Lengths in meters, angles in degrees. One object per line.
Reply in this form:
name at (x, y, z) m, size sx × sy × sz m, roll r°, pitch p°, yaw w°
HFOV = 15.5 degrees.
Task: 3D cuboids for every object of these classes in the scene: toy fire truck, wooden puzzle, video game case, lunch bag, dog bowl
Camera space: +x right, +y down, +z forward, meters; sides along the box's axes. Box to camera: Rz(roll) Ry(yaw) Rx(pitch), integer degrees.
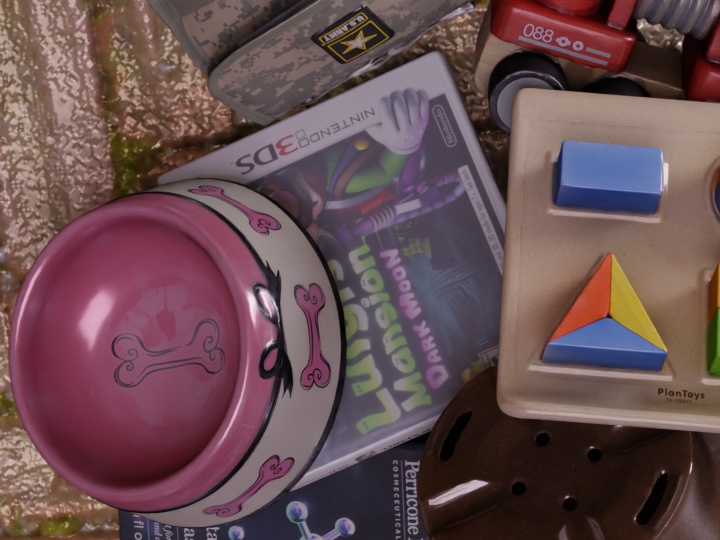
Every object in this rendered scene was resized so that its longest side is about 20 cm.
toy fire truck at (0.172, -0.170, 1.472) m, size 0.176 × 0.129 × 0.200 m, roll 16°, pitch 121°, yaw -5°
wooden puzzle at (0.168, -0.011, 1.382) m, size 0.185 × 0.200 × 0.046 m, roll 4°, pitch 153°, yaw 0°
video game case at (0.000, 0.000, 1.494) m, size 0.182 × 0.023 × 0.200 m, roll -24°, pitch 74°, yaw 8°
lunch bag at (-0.038, -0.185, 1.462) m, size 0.164 × 0.118 × 0.200 m, roll -31°, pitch 119°, yaw 14°
dog bowl at (-0.110, 0.045, 1.471) m, size 0.200 × 0.074 × 0.200 m, roll -2°, pitch 87°, yaw 31°

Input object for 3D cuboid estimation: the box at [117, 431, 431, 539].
box at (-0.034, 0.152, 1.568) m, size 0.200 × 0.107 × 0.148 m, roll 1°, pitch 105°, yaw 16°

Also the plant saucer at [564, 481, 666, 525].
plant saucer at (0.099, 0.135, 1.627) m, size 0.200 × 0.037 × 0.200 m, roll 0°, pitch 111°, yaw 1°

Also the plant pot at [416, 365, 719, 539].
plant pot at (0.128, 0.151, 1.449) m, size 0.200 × 0.200 × 0.198 m, roll -19°, pitch 142°, yaw 9°

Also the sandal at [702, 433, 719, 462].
sandal at (0.176, 0.033, 1.505) m, size 0.080 × 0.054 × 0.200 m, roll -31°, pitch 111°, yaw -1°
